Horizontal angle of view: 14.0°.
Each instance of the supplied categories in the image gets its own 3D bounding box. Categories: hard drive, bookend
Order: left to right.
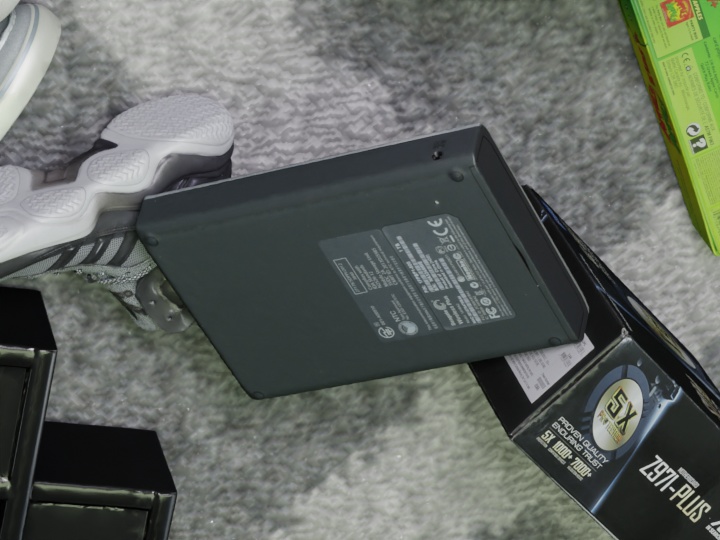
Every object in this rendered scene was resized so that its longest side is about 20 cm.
[{"bbox_3d":[-0.184,0.104,1.630,0.200,0.092,0.199,6,114,-17],"label":"bookend"},{"bbox_3d":[0.000,0.000,1.528,0.200,0.033,0.140,-11,131,26],"label":"hard drive"}]

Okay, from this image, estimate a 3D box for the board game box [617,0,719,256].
[{"bbox_3d":[0.210,-0.118,1.641,0.101,0.048,0.200,-23,119,-2],"label":"board game box"}]

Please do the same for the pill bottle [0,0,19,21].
[{"bbox_3d":[-0.252,-0.207,1.451,0.200,0.113,0.113,24,108,-22],"label":"pill bottle"}]

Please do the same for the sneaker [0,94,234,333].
[{"bbox_3d":[-0.145,-0.007,1.575,0.200,0.075,0.114,-28,124,-22],"label":"sneaker"}]

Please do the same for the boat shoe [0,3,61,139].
[{"bbox_3d":[-0.244,-0.075,1.541,0.201,0.070,0.071,-43,121,12],"label":"boat shoe"}]

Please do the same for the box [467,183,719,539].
[{"bbox_3d":[0.136,0.067,1.626,0.086,0.200,0.164,-42,117,8],"label":"box"}]
